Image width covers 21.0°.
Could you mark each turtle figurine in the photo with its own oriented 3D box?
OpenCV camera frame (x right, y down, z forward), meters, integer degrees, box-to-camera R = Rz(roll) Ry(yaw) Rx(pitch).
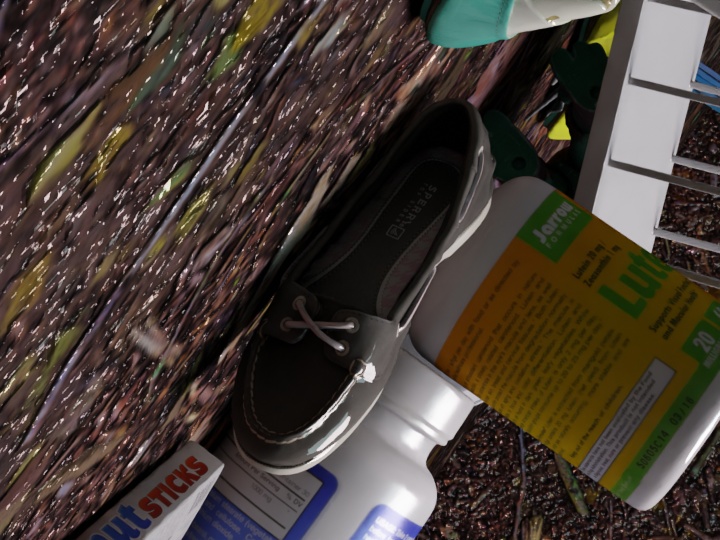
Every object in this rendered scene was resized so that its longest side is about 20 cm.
[{"bbox_3d":[0.121,-0.061,1.193,0.150,0.101,0.200,-59,165,-10],"label":"turtle figurine"}]

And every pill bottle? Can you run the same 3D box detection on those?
[{"bbox_3d":[-0.031,0.125,1.002,0.200,0.112,0.112,-54,172,-2],"label":"pill bottle"},{"bbox_3d":[0.095,0.022,0.992,0.111,0.200,0.111,-53,172,-11],"label":"pill bottle"}]

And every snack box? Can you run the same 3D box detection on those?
[{"bbox_3d":[-0.124,0.143,0.843,0.072,0.024,0.200,-58,171,27],"label":"snack box"}]

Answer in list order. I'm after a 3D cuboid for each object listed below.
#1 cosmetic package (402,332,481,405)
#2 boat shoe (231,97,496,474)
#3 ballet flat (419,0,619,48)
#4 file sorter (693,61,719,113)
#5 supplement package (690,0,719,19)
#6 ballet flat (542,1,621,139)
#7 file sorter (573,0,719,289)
[{"bbox_3d":[0.053,0.063,1.208,0.151,0.052,0.200,-26,173,4],"label":"cosmetic package"},{"bbox_3d":[0.000,0.000,0.870,0.200,0.067,0.057,-55,157,-32],"label":"boat shoe"},{"bbox_3d":[0.074,-0.131,0.711,0.067,0.070,0.200,-50,171,-30],"label":"ballet flat"},{"bbox_3d":[0.281,-0.198,1.443,0.139,0.123,0.200,-56,172,17],"label":"file sorter"},{"bbox_3d":[0.204,-0.204,0.991,0.117,0.117,0.200,-60,171,21],"label":"supplement package"},{"bbox_3d":[0.169,-0.123,1.296,0.067,0.067,0.200,-53,172,-18],"label":"ballet flat"},{"bbox_3d":[0.203,-0.050,1.098,0.139,0.124,0.201,-9,114,-64],"label":"file sorter"}]
